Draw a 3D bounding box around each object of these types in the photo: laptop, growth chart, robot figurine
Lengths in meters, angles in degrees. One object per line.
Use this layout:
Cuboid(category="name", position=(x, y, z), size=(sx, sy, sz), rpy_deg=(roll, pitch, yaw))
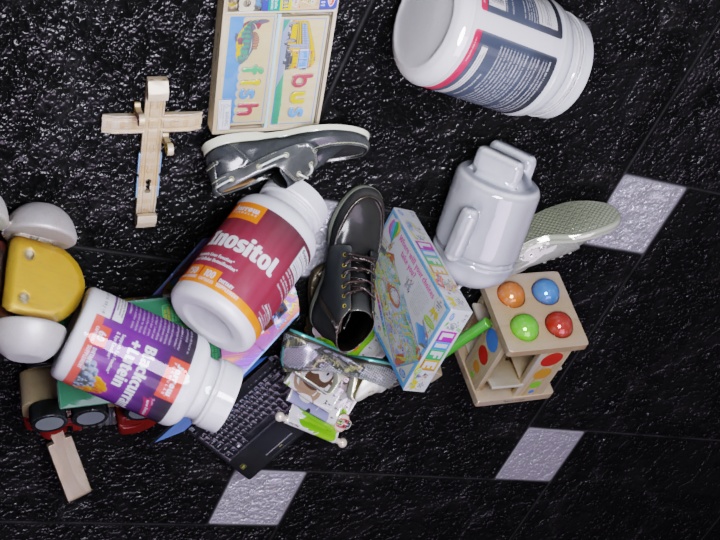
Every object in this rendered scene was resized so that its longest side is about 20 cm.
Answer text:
Cuboid(category="laptop", position=(-0.156, 0.207, 1.687), size=(0.177, 0.104, 0.200), rpy_deg=(-41, 117, 14))
Cuboid(category="growth chart", position=(-0.035, 0.134, 1.658), size=(0.144, 0.018, 0.201), rpy_deg=(21, 102, -33))
Cuboid(category="robot figurine", position=(0.158, -0.062, 1.581), size=(0.169, 0.112, 0.202), rpy_deg=(-22, 135, -55))

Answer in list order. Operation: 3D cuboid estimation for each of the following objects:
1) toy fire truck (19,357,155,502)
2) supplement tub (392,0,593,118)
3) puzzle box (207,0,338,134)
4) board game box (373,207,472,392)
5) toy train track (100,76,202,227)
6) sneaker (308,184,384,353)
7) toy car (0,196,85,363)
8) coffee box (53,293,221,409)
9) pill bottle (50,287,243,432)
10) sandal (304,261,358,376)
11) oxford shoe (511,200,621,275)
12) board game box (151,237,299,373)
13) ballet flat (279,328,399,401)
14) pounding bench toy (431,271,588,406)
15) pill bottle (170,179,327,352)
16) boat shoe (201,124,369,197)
Cuboid(category="toy fire truck", position=(-0.343, 0.196, 1.597), size=(0.174, 0.130, 0.201), rpy_deg=(-6, 150, -15))
Cuboid(category="supplement tub", position=(0.148, -0.255, 1.393), size=(0.199, 0.141, 0.141), rpy_deg=(13, 123, -33))
Cuboid(category="puzzle box", position=(-0.096, -0.243, 1.370), size=(0.132, 0.026, 0.201), rpy_deg=(-7, 132, -21))
Cuboid(category="board game box", position=(0.061, 0.035, 1.571), size=(0.034, 0.201, 0.135), rpy_deg=(8, 126, -30))
Cuboid(category="toy train track", position=(-0.236, -0.125, 1.404), size=(0.114, 0.033, 0.201), rpy_deg=(-5, 132, -22))
Cuboid(category="sneaker", position=(0.000, 0.000, 1.545), size=(0.074, 0.106, 0.202), rpy_deg=(10, 103, -23))
Cuboid(category="toy car", position=(-0.415, 0.009, 1.373), size=(0.199, 0.177, 0.149), rpy_deg=(17, 157, -36))
Cuboid(category="coffee box", position=(-0.267, 0.092, 1.485), size=(0.198, 0.044, 0.124), rpy_deg=(-7, 98, -9))
Cuboid(category="pill bottle", position=(-0.239, 0.108, 1.410), size=(0.199, 0.112, 0.112), rpy_deg=(26, 118, -15))
Cuboid(category="sandal", position=(-0.049, 0.074, 1.665), size=(0.081, 0.055, 0.202), rpy_deg=(-14, 120, -21))
Cuboid(category="oxford shoe", position=(0.257, -0.042, 1.686), size=(0.198, 0.075, 0.058), rpy_deg=(-19, 129, 1))
Cuboid(category="board game box", position=(-0.174, 0.059, 1.536), size=(0.158, 0.039, 0.200), rpy_deg=(41, 95, -18))
Cuboid(category="ballet flat", position=(-0.019, 0.132, 1.610), size=(0.199, 0.072, 0.072), rpy_deg=(18, 120, -27))
Cuboid(category="pounding bench toy", position=(0.186, 0.092, 1.713), size=(0.198, 0.125, 0.156), rpy_deg=(-4, 145, -22))
Cuboid(category="pill bottle", position=(-0.124, -0.014, 1.446), size=(0.201, 0.112, 0.113), rpy_deg=(-57, 144, -28))
Cuboid(category="boat shoe", position=(-0.082, -0.126, 1.439), size=(0.198, 0.068, 0.072), rpy_deg=(-9, 165, -17))
